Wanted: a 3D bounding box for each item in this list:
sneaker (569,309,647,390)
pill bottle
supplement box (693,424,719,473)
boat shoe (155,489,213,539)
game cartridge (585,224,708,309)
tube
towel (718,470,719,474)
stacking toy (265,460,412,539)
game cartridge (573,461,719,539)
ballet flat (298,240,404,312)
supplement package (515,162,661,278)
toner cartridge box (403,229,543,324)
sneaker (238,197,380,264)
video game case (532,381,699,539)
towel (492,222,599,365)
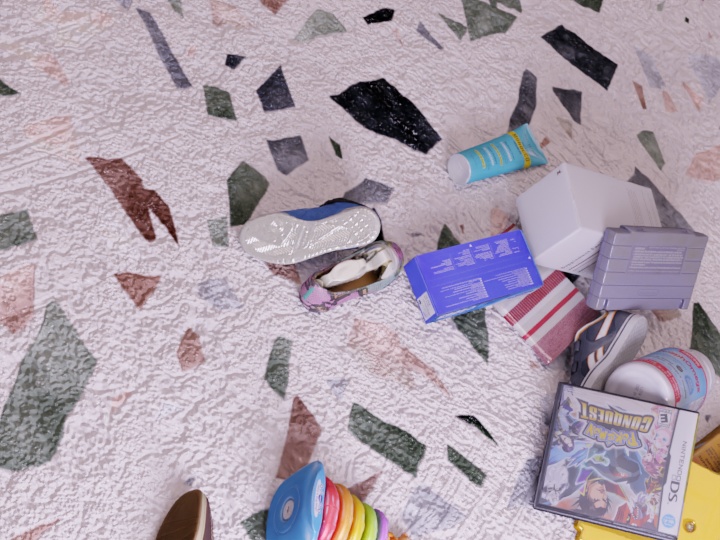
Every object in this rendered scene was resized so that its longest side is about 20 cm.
[{"bbox_3d":[0.353,0.142,1.721,0.079,0.079,0.200,18,57,38],"label":"sneaker"},{"bbox_3d":[0.454,0.174,1.710,0.199,0.109,0.109,-11,66,-51],"label":"pill bottle"},{"bbox_3d":[0.548,0.281,1.741,0.199,0.069,0.067,-25,77,-37],"label":"supplement box"},{"bbox_3d":[-0.195,0.355,1.327,0.072,0.072,0.201,42,33,-38],"label":"boat shoe"},{"bbox_3d":[0.441,-0.004,1.754,0.198,0.038,0.131,2,105,-31],"label":"game cartridge"},{"bbox_3d":[0.226,-0.186,1.868,0.199,0.050,0.078,-21,85,-39],"label":"tube"},{"bbox_3d":[0.521,0.342,1.658,0.200,0.018,0.086,-44,109,-15],"label":"towel"},{"bbox_3d":[-0.008,0.326,1.421,0.199,0.110,0.117,26,50,-25],"label":"stacking toy"},{"bbox_3d":[0.416,0.340,1.609,0.199,0.032,0.177,26,75,4],"label":"game cartridge"},{"bbox_3d":[0.000,0.000,1.622,0.199,0.071,0.069,-25,77,-36],"label":"ballet flat"},{"bbox_3d":[0.363,-0.071,1.799,0.199,0.120,0.122,12,57,-33],"label":"supplement package"},{"bbox_3d":[0.169,0.008,1.699,0.199,0.043,0.096,-14,77,-29],"label":"toner cartridge box"},{"bbox_3d":[-0.069,-0.057,1.627,0.198,0.111,0.077,-10,95,3],"label":"sneaker"},{"bbox_3d":[0.354,0.264,1.584,0.198,0.026,0.182,12,77,12],"label":"video game case"},{"bbox_3d":[0.261,0.034,1.768,0.200,0.023,0.144,48,54,8],"label":"towel"}]
